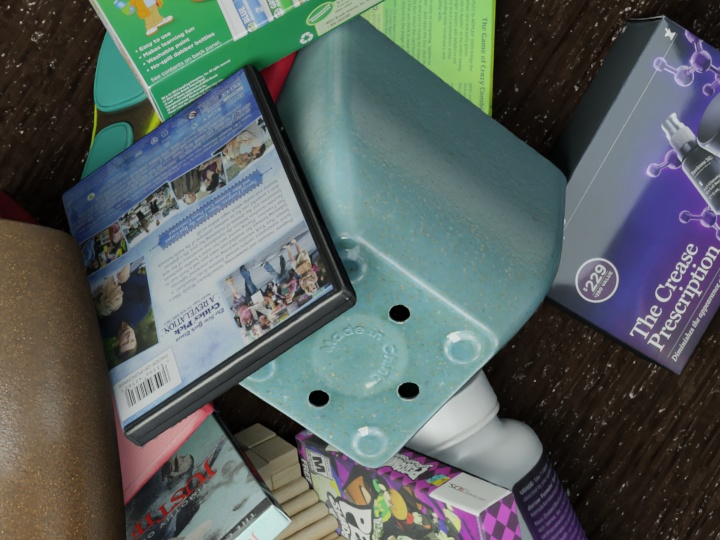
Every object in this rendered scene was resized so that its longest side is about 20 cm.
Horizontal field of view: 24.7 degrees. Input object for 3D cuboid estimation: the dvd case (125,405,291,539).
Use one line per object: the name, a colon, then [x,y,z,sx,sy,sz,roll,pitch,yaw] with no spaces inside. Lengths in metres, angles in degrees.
dvd case: [-0.127,0.161,1.022,0.146,0.200,0.022,-42,114,-3]

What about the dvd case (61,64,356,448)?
dvd case: [-0.090,-0.014,0.908,0.143,0.200,0.018,-33,135,10]

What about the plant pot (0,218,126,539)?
plant pot: [-0.203,0.077,0.851,0.187,0.187,0.200,6,80,-11]

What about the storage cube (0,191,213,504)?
storage cube: [-0.218,0.074,1.010,0.180,0.171,0.200,43,88,-11]

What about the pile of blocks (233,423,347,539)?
pile of blocks: [-0.042,0.198,1.074,0.062,0.082,0.200,-24,69,-31]

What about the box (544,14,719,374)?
box: [0.200,-0.052,1.122,0.141,0.079,0.200,30,90,-10]

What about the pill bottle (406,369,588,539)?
pill bottle: [0.086,0.170,1.107,0.111,0.111,0.200,-27,101,-7]

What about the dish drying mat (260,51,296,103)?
dish drying mat: [-0.092,-0.070,0.993,0.018,0.077,0.200,49,47,-36]

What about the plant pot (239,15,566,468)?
plant pot: [0.000,0.000,0.989,0.196,0.200,0.196,36,113,-17]

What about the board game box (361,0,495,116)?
board game box: [0.036,-0.153,1.093,0.101,0.048,0.200,0,97,-11]

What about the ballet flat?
ballet flat: [-0.138,-0.090,1.054,0.067,0.067,0.200,34,58,-47]

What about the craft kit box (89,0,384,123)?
craft kit box: [-0.081,-0.216,1.012,0.200,0.049,0.198,-30,60,-6]

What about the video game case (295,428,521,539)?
video game case: [0.041,0.208,1.052,0.036,0.181,0.200,-26,116,-33]
